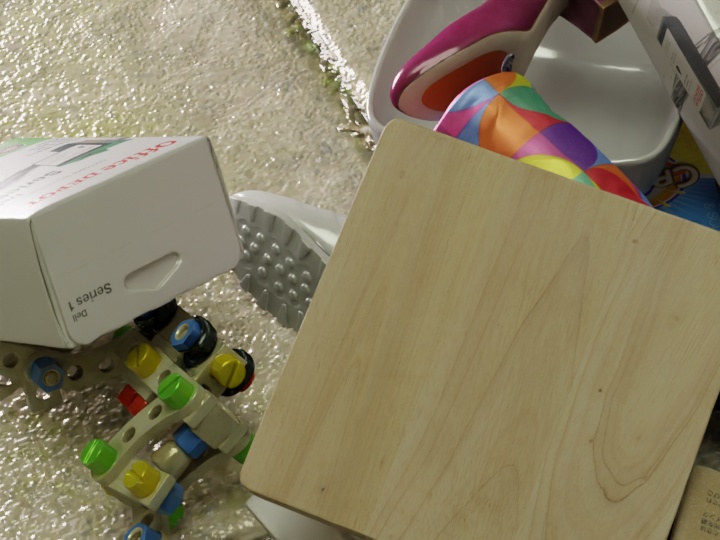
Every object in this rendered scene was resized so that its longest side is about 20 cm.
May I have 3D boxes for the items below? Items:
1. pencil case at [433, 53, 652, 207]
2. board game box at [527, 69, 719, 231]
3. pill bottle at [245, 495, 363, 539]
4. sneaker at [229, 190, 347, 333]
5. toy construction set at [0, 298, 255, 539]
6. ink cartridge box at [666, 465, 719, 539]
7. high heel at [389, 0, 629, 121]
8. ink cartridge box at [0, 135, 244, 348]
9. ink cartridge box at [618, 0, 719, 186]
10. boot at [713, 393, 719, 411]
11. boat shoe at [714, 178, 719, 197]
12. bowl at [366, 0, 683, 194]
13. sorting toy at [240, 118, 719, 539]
[{"bbox_3d":[0.122,-0.029,1.029,0.088,0.088,0.200,-33,65,-22],"label":"pencil case"},{"bbox_3d":[0.165,-0.052,1.196,0.153,0.040,0.200,-8,46,1],"label":"board game box"},{"bbox_3d":[0.042,0.094,1.001,0.200,0.113,0.113,-42,53,-8],"label":"pill bottle"},{"bbox_3d":[0.000,0.000,1.159,0.200,0.077,0.080,29,45,25],"label":"sneaker"},{"bbox_3d":[-0.133,0.079,1.089,0.131,0.092,0.200,-51,48,-4],"label":"toy construction set"},{"bbox_3d":[0.219,0.207,0.869,0.200,0.075,0.165,23,53,-1],"label":"ink cartridge box"},{"bbox_3d":[0.074,-0.156,1.132,0.200,0.068,0.096,-26,56,-35],"label":"high heel"},{"bbox_3d":[-0.192,-0.022,1.119,0.200,0.085,0.146,2,24,44],"label":"ink cartridge box"},{"bbox_3d":[0.252,-0.146,1.094,0.145,0.085,0.200,-20,73,-17],"label":"ink cartridge box"},{"bbox_3d":[0.206,0.076,1.051,0.153,0.073,0.204,-16,66,20],"label":"boot"},{"bbox_3d":[0.296,-0.096,1.168,0.076,0.074,0.200,41,51,13],"label":"boat shoe"},{"bbox_3d":[0.115,-0.115,1.184,0.200,0.075,0.200,10,48,16],"label":"bowl"},{"bbox_3d":[0.071,0.055,0.915,0.198,0.070,0.200,20,76,10],"label":"sorting toy"}]
